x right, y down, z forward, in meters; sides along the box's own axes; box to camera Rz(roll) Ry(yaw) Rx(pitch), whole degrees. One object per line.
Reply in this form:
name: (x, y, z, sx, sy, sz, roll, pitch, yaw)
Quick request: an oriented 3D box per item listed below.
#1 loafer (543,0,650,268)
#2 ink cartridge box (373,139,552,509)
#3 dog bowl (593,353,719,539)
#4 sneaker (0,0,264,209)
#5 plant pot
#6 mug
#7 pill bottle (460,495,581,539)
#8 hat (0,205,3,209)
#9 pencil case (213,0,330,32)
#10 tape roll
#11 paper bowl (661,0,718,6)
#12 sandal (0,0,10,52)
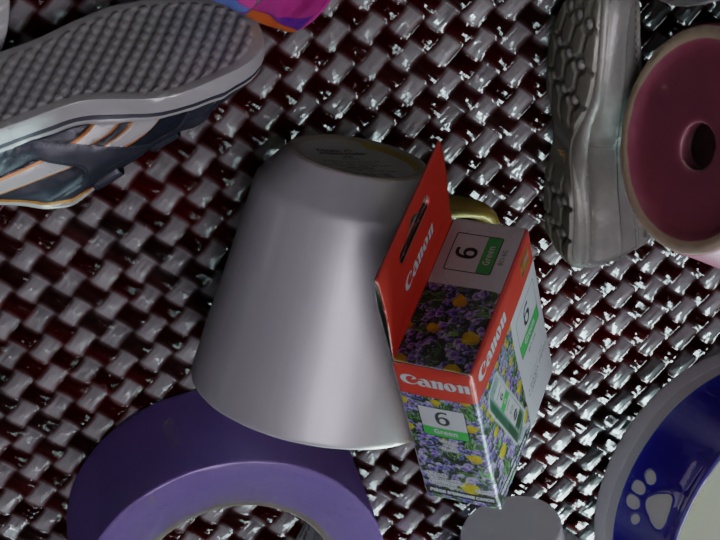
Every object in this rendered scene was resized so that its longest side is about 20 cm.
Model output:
loafer: (0.152, -0.092, 1.089, 0.070, 0.070, 0.200, -12, 131, -14)
ink cartridge box: (0.062, 0.034, 1.018, 0.050, 0.109, 0.200, 10, 143, 20)
dog bowl: (0.260, 0.160, 1.225, 0.200, 0.079, 0.200, -14, 118, -28)
sneaker: (-0.149, -0.090, 0.997, 0.200, 0.078, 0.079, -16, 146, -9)
plant pot: (0.257, -0.068, 1.030, 0.179, 0.200, 0.200, 3, 121, -33)
mug: (-0.009, -0.001, 1.077, 0.149, 0.187, 0.153, 15, 110, 13)
pill bottle: (0.121, 0.254, 1.260, 0.111, 0.111, 0.200, -17, 124, -5)
hat: (-0.300, 0.032, 1.051, 0.200, 0.166, 0.176, -5, 84, -27)
pencil case: (-0.100, -0.197, 0.942, 0.200, 0.088, 0.088, 22, 113, -28)
tape roll: (-0.089, 0.181, 1.175, 0.200, 0.085, 0.200, -7, 121, -11)
paper bowl: (0.155, -0.233, 0.914, 0.104, 0.201, 0.201, -17, 124, -16)
sandal: (-0.233, -0.170, 0.946, 0.082, 0.050, 0.203, -20, 137, -21)
